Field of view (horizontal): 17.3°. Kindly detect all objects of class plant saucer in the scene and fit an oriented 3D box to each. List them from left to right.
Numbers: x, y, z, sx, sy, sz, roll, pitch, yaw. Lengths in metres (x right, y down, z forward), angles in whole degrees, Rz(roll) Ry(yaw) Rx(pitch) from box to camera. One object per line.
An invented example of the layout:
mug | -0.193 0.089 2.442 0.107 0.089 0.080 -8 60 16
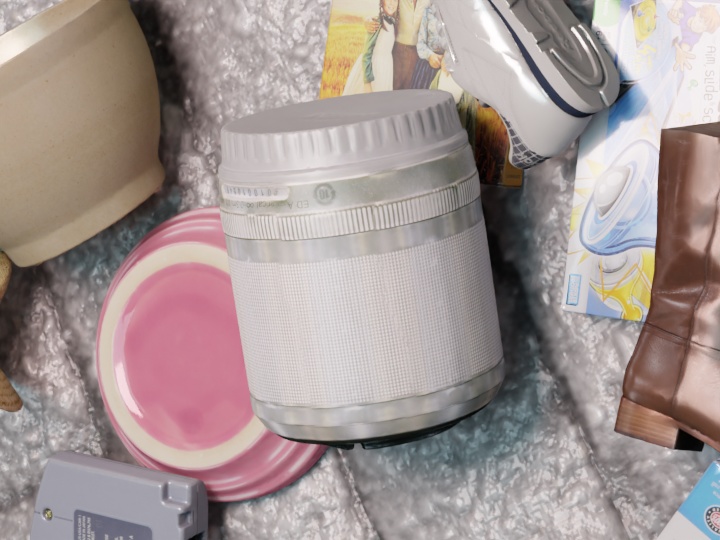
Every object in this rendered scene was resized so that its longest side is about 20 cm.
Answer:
plant saucer | -0.101 0.056 1.592 0.200 0.051 0.201 0 90 29

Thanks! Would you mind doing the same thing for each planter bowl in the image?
planter bowl | -0.215 -0.087 1.591 0.200 0.200 0.135 -23 106 27

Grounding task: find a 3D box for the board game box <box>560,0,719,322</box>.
board game box | 0.198 -0.066 1.432 0.135 0.034 0.200 7 94 29

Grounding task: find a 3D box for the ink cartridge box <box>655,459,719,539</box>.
ink cartridge box | 0.208 0.223 1.409 0.116 0.067 0.200 41 108 23

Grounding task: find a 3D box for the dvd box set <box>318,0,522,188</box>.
dvd box set | 0.048 -0.161 1.519 0.146 0.029 0.200 12 96 29

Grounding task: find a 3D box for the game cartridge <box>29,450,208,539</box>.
game cartridge | -0.167 0.226 1.619 0.133 0.042 0.200 11 107 33

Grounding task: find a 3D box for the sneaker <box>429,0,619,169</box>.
sneaker | 0.074 -0.158 1.450 0.081 0.076 0.200 -45 66 40

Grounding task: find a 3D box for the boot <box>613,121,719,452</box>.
boot | 0.242 0.014 1.358 0.186 0.064 0.200 13 92 26

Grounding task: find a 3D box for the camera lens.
camera lens | 0.000 0.000 1.454 0.160 0.160 0.200 -2 103 29

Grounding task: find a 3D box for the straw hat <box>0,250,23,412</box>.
straw hat | -0.286 0.009 1.626 0.201 0.201 0.085 36 90 24
